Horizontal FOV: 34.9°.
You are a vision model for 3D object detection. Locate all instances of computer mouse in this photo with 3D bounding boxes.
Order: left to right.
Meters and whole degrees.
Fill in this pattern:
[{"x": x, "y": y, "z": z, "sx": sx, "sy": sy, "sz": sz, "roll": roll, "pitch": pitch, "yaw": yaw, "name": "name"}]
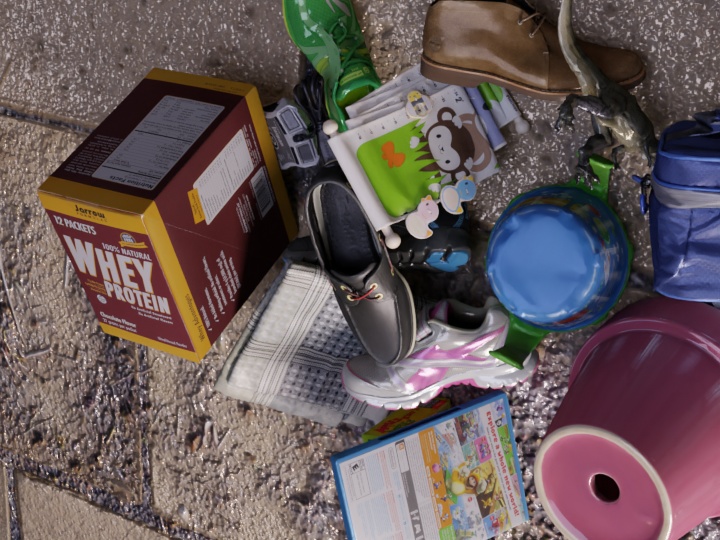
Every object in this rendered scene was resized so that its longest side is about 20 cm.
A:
[{"x": -0.060, "y": -0.142, "z": 1.143, "sx": 0.111, "sy": 0.044, "sz": 0.199, "roll": 64, "pitch": 162, "yaw": -18, "name": "computer mouse"}]

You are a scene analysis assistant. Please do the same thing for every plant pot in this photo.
[{"x": 0.246, "y": 0.149, "z": 0.992, "sx": 0.198, "sy": 0.178, "sz": 0.203, "roll": 21, "pitch": 125, "yaw": 33, "name": "plant pot"}]

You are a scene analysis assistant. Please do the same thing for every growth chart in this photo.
[{"x": 0.063, "y": -0.123, "z": 1.038, "sx": 0.145, "sy": 0.199, "sz": 0.018, "roll": 52, "pitch": 158, "yaw": -1, "name": "growth chart"}]

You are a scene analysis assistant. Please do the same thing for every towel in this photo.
[{"x": -0.031, "y": 0.086, "z": 1.184, "sx": 0.190, "sy": 0.035, "sz": 0.201, "roll": 16, "pitch": 128, "yaw": -24, "name": "towel"}]

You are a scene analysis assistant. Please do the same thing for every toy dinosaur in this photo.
[{"x": 0.198, "y": -0.127, "z": 0.940, "sx": 0.201, "sy": 0.088, "sz": 0.047, "roll": 50, "pitch": 156, "yaw": -19, "name": "toy dinosaur"}]

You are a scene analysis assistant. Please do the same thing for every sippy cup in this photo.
[{"x": 0.168, "y": -0.009, "z": 1.007, "sx": 0.137, "sy": 0.130, "sz": 0.181, "roll": -11, "pitch": 89, "yaw": 16, "name": "sippy cup"}]

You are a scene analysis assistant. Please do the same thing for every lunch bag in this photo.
[{"x": 0.307, "y": -0.056, "z": 0.876, "sx": 0.197, "sy": 0.136, "sz": 0.135, "roll": 4, "pitch": 109, "yaw": 15, "name": "lunch bag"}]

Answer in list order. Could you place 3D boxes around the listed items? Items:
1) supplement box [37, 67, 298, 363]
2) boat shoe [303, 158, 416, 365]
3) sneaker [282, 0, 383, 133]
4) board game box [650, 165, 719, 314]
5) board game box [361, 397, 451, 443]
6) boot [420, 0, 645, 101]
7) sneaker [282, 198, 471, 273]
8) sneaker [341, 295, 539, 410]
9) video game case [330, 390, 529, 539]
[{"x": -0.186, "y": -0.058, "z": 1.159, "sx": 0.131, "sy": 0.201, "sz": 0.199, "roll": 14, "pitch": 139, "yaw": 27, "name": "supplement box"}, {"x": -0.003, "y": 0.001, "z": 1.058, "sx": 0.073, "sy": 0.063, "sz": 0.204, "roll": -11, "pitch": 108, "yaw": 21, "name": "boat shoe"}, {"x": -0.013, "y": -0.198, "z": 1.100, "sx": 0.083, "sy": 0.073, "sz": 0.203, "roll": 19, "pitch": 133, "yaw": 67, "name": "sneaker"}, {"x": 0.372, "y": -0.040, "z": 0.952, "sx": 0.198, "sy": 0.026, "sz": 0.202, "roll": -25, "pitch": 93, "yaw": 37, "name": "board game box"}, {"x": 0.067, "y": 0.247, "z": 1.206, "sx": 0.047, "sy": 0.101, "sz": 0.203, "roll": -1, "pitch": 107, "yaw": 40, "name": "board game box"}, {"x": 0.149, "y": -0.196, "z": 0.987, "sx": 0.197, "sy": 0.074, "sz": 0.077, "roll": 9, "pitch": 122, "yaw": 12, "name": "boot"}, {"x": 0.017, "y": -0.034, "z": 1.144, "sx": 0.197, "sy": 0.073, "sz": 0.083, "roll": -7, "pitch": 66, "yaw": 20, "name": "sneaker"}, {"x": 0.071, "y": 0.073, "z": 1.129, "sx": 0.197, "sy": 0.082, "sz": 0.089, "roll": -14, "pitch": 111, "yaw": 11, "name": "sneaker"}, {"x": 0.073, "y": 0.220, "z": 1.147, "sx": 0.018, "sy": 0.197, "sz": 0.146, "roll": 15, "pitch": 120, "yaw": 64, "name": "video game case"}]
